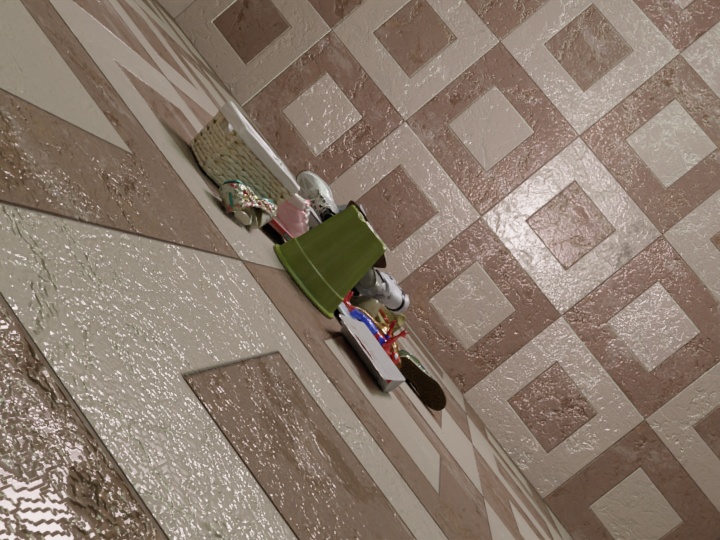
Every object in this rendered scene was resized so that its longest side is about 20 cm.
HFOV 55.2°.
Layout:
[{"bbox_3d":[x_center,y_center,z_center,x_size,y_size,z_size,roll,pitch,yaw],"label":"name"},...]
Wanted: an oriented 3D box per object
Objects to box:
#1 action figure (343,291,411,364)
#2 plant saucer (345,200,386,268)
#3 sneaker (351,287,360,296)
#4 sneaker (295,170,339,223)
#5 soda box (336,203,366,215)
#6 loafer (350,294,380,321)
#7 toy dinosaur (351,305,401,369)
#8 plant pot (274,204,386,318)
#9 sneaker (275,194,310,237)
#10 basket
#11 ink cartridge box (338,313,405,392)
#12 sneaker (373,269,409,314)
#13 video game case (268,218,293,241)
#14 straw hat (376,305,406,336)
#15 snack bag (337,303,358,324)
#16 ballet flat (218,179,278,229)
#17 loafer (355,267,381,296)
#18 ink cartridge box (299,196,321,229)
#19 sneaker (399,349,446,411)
[{"bbox_3d":[0.046,0.121,1.605,0.201,0.099,0.065,55,5,10],"label":"action figure"},{"bbox_3d":[0.006,-0.089,1.820,0.202,0.034,0.201,61,-9,17],"label":"plant saucer"},{"bbox_3d":[-0.016,-0.024,1.935,0.099,0.070,0.203,112,-20,-70],"label":"sneaker"},{"bbox_3d":[-0.096,-0.175,1.776,0.201,0.075,0.115,55,-1,-6],"label":"sneaker"},{"bbox_3d":[-0.087,-0.142,1.976,0.064,0.197,0.069,60,32,-59],"label":"soda box"},{"bbox_3d":[0.012,0.098,1.801,0.076,0.068,0.200,51,-5,-12],"label":"loafer"},{"bbox_3d":[0.053,0.150,1.688,0.201,0.060,0.106,53,4,9],"label":"toy dinosaur"},{"bbox_3d":[-0.051,-0.036,1.472,0.201,0.189,0.200,50,4,-5],"label":"plant pot"},{"bbox_3d":[-0.147,-0.116,1.738,0.201,0.104,0.075,52,0,-7],"label":"sneaker"},{"bbox_3d":[-0.239,-0.217,1.408,0.200,0.123,0.136,49,4,-44],"label":"basket"},{"bbox_3d":[0.012,0.173,1.409,0.162,0.050,0.200,53,8,16],"label":"ink cartridge box"},{"bbox_3d":[0.049,0.035,1.868,0.115,0.075,0.200,40,4,-37],"label":"sneaker"},{"bbox_3d":[-0.190,-0.101,1.571,0.143,0.017,0.200,44,-2,38],"label":"video game case"},{"bbox_3d":[0.081,0.136,1.939,0.203,0.084,0.201,60,-6,11],"label":"straw hat"},{"bbox_3d":[-0.019,0.126,1.627,0.201,0.021,0.189,54,3,15],"label":"snack bag"},{"bbox_3d":[-0.213,-0.114,1.309,0.200,0.075,0.065,29,53,-70],"label":"ballet flat"},{"bbox_3d":[0.000,0.000,1.786,0.070,0.069,0.200,62,-5,-34],"label":"loafer"},{"bbox_3d":[-0.133,-0.098,1.869,0.201,0.084,0.146,52,4,-6],"label":"ink cartridge box"},{"bbox_3d":[0.166,0.295,1.913,0.200,0.067,0.090,48,10,-14],"label":"sneaker"}]
